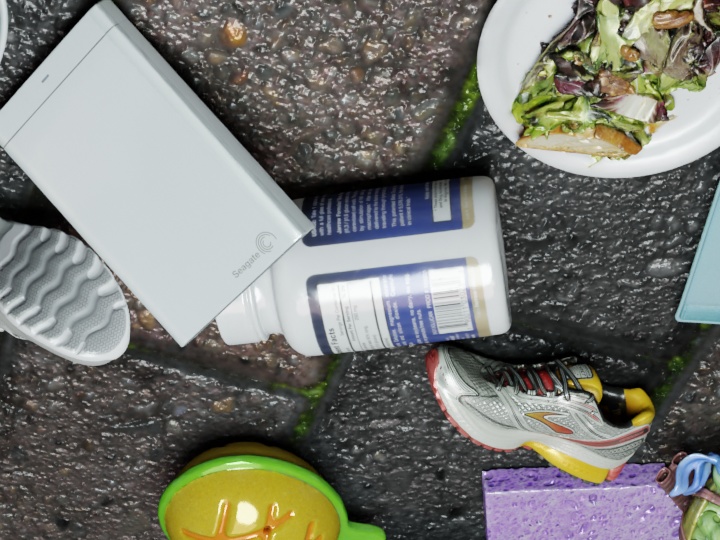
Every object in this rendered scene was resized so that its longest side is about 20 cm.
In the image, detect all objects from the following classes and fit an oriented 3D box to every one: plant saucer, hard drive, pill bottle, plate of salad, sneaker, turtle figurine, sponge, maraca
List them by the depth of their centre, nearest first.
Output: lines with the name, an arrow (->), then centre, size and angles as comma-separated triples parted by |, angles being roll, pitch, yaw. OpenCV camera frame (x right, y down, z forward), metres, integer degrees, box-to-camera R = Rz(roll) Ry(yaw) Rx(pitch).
plate of salad -> 0.176, -0.133, 1.232 | 0.200, 0.048, 0.200 | 1, 131, 1
hard drive -> -0.142, -0.062, 1.248 | 0.200, 0.027, 0.132 | 48, 120, -1
pill bottle -> 0.000, 0.000, 1.308 | 0.199, 0.111, 0.111 | -6, 131, 6
sneaker -> -0.233, 0.010, 1.311 | 0.200, 0.075, 0.082 | 31, 156, 26
plant saucer -> 0.275, -0.033, 1.328 | 0.070, 0.019, 0.200 | 4, 138, -3
sneaker -> 0.134, 0.091, 1.421 | 0.200, 0.078, 0.082 | 19, 125, -28
turtle figurine -> 0.315, 0.235, 1.458 | 0.199, 0.144, 0.194 | 10, 134, -4
maraca -> -0.070, 0.205, 1.493 | 0.137, 0.107, 0.200 | -32, 130, 28
sponge -> 0.200, 0.205, 1.543 | 0.199, 0.030, 0.112 | -2, 131, 2

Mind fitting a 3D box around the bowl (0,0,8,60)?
bowl -> -0.307, -0.189, 1.145 | 0.200, 0.105, 0.201 | 1, 132, 1
